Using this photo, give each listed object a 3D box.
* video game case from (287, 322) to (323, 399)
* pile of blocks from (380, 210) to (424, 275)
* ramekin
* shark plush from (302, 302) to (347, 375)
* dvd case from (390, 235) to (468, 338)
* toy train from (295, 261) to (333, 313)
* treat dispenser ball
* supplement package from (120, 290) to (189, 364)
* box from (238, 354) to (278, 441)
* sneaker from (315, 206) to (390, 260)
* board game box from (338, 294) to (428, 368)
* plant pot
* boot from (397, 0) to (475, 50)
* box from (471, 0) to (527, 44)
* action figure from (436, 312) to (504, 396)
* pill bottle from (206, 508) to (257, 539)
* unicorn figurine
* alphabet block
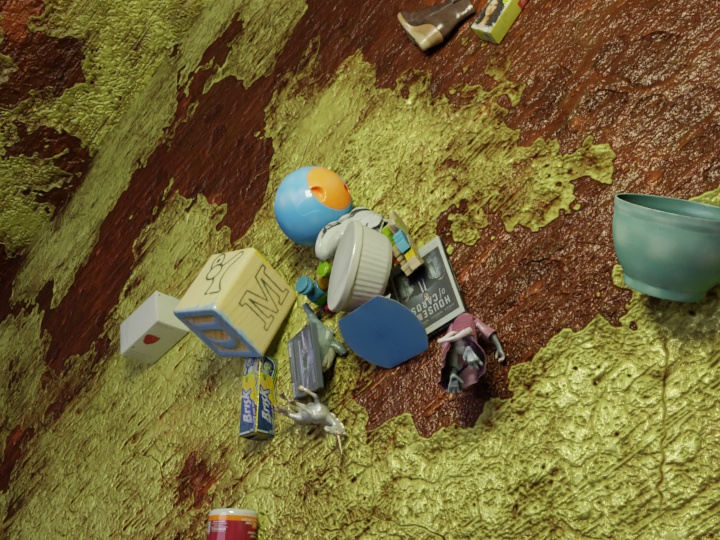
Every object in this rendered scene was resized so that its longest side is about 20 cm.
[{"bbox_3d":[-0.129,0.212,1.433,0.200,0.019,0.145,140,125,-61],"label":"video game case"},{"bbox_3d":[0.080,-0.059,1.384,0.062,0.082,0.201,-40,32,16],"label":"pile of blocks"},{"bbox_3d":[0.000,0.000,1.354,0.202,0.093,0.205,-165,90,-78],"label":"ramekin"},{"bbox_3d":[-0.097,0.149,1.476,0.090,0.083,0.202,-32,50,28],"label":"shark plush"},{"bbox_3d":[0.142,0.045,1.344,0.150,0.025,0.202,-36,48,27],"label":"dvd case"},{"bbox_3d":[-0.054,0.009,1.482,0.200,0.115,0.085,-40,47,22],"label":"toy train"},{"bbox_3d":[-0.118,-0.160,1.567,0.199,0.200,0.203,-21,56,35],"label":"treat dispenser ball"},{"bbox_3d":[-0.648,0.182,1.961,0.200,0.121,0.121,-39,47,23],"label":"supplement package"},{"bbox_3d":[-0.254,0.316,1.556,0.070,0.064,0.202,-23,56,34],"label":"box"},{"bbox_3d":[-0.011,-0.083,1.471,0.114,0.076,0.200,15,42,40],"label":"sneaker"},{"bbox_3d":[0.053,0.122,1.307,0.199,0.158,0.039,-35,16,41],"label":"board game box"},{"bbox_3d":[0.480,-0.032,0.958,0.200,0.199,0.136,27,116,47],"label":"plant pot"},{"bbox_3d":[0.197,-0.670,1.643,0.166,0.072,0.201,-36,46,9],"label":"boot"},{"bbox_3d":[0.352,-0.641,1.475,0.201,0.050,0.075,-56,43,5],"label":"box"},{"bbox_3d":[0.185,0.132,1.168,0.133,0.150,0.201,-21,23,24],"label":"action figure"},{"bbox_3d":[-0.292,0.643,1.390,0.112,0.113,0.202,-20,58,36],"label":"pill bottle"},{"bbox_3d":[-0.110,0.319,1.389,0.074,0.137,0.199,-54,20,-18],"label":"unicorn figurine"},{"bbox_3d":[-0.319,0.086,1.601,0.194,0.197,0.201,-5,45,41],"label":"alphabet block"}]
